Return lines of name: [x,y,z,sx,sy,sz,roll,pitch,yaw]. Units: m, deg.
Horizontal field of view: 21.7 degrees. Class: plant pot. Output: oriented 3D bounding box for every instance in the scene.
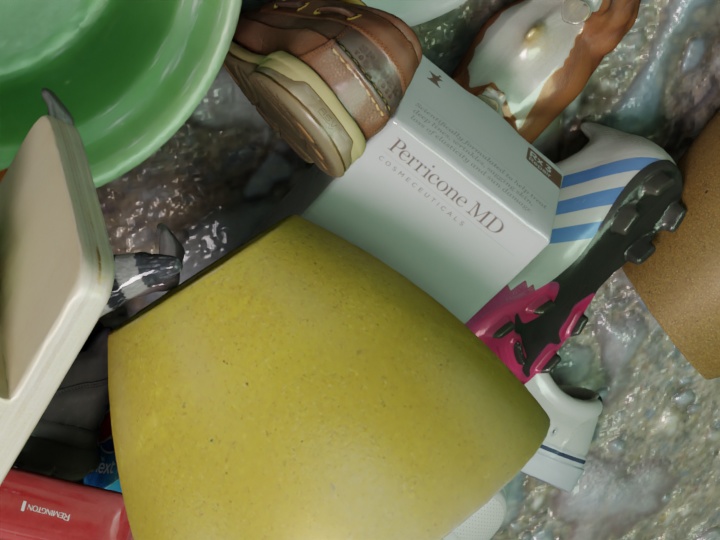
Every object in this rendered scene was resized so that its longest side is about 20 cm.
plant pot: [0.254,-0.032,1.080,0.199,0.187,0.186,-37,130,10]
plant pot: [-0.034,0.061,0.849,0.199,0.200,0.143,-33,94,-9]

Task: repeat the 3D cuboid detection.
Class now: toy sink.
toy sink: [-0.189,0.032,0.669,0.111,0.131,0.201,24,111,-28]

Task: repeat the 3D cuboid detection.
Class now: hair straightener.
hair straightener: [-0.193,0.117,0.923,0.077,0.198,0.041,49,48,-71]

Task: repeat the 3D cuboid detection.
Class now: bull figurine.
bull figurine: [0.077,-0.097,0.988,0.201,0.065,0.121,-54,165,-2]

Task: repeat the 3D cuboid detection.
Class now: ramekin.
ramekin: [-0.159,-0.138,0.822,0.198,0.098,0.202,-13,122,-22]

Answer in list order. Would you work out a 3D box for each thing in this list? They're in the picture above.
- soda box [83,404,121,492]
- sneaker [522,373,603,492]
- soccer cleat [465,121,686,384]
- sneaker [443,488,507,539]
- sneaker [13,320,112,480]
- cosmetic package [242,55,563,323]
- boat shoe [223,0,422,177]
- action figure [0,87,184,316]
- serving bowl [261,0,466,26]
soda box: [-0.055,0.113,1.032,0.199,0.065,0.068,24,134,-37]
sneaker: [0.065,0.066,1.094,0.199,0.073,0.071,28,83,-41]
soccer cleat: [0.093,-0.002,1.046,0.200,0.086,0.070,-43,139,-12]
sneaker: [0.025,0.205,1.112,0.199,0.116,0.074,-35,126,-9]
sneaker: [-0.208,0.038,0.922,0.199,0.076,0.092,18,93,-38]
cosmetic package: [0.000,0.000,0.942,0.101,0.074,0.200,36,124,-11]
boat shoe: [-0.018,-0.094,0.864,0.067,0.200,0.072,-40,108,-3]
action figure: [-0.180,0.015,0.774,0.193,0.105,0.200,-38,154,-2]
serving bowl: [0.021,-0.204,0.907,0.198,0.066,0.202,-14,122,-23]
